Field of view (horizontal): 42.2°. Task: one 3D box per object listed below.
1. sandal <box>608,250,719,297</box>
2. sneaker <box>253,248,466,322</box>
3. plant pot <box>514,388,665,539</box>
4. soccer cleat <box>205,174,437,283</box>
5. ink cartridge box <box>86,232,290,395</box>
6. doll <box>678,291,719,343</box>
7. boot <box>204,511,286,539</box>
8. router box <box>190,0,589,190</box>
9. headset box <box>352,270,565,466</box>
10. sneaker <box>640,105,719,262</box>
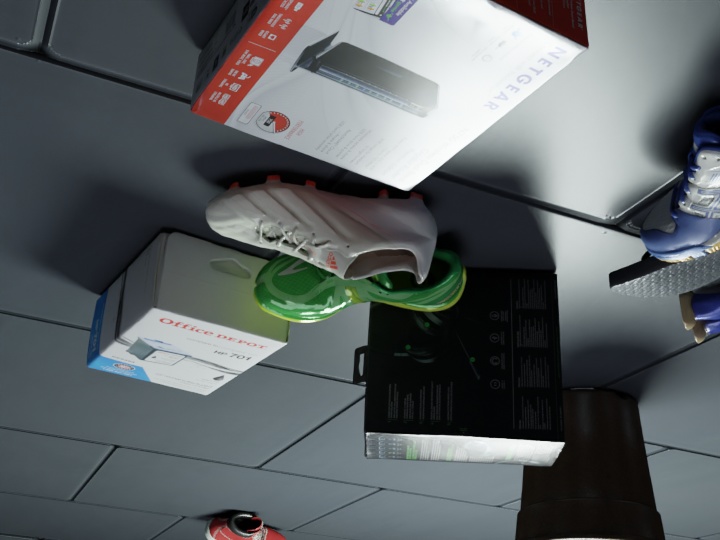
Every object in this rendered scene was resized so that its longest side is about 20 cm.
[{"bbox_3d":[0.311,-0.027,0.813,0.200,0.043,0.076,-27,149,30],"label":"sandal"},{"bbox_3d":[0.000,0.000,0.861,0.199,0.074,0.084,-5,156,-5],"label":"sneaker"},{"bbox_3d":[0.294,0.271,1.222,0.199,0.199,0.200,2,154,1],"label":"plant pot"},{"bbox_3d":[-0.034,-0.031,0.790,0.199,0.078,0.069,4,153,-1],"label":"soccer cleat"},{"bbox_3d":[-0.179,0.051,0.964,0.146,0.086,0.200,18,151,-27],"label":"ink cartridge box"},{"bbox_3d":[0.412,0.026,0.887,0.199,0.049,0.136,-13,150,29],"label":"doll"},{"bbox_3d":[-0.221,0.578,2.039,0.200,0.073,0.144,25,145,-31],"label":"boot"},{"bbox_3d":[0.012,-0.140,0.599,0.179,0.049,0.200,17,150,-25],"label":"router box"},{"bbox_3d":[0.092,0.095,0.919,0.199,0.175,0.093,1,153,2],"label":"headset box"},{"bbox_3d":[0.265,-0.080,0.684,0.088,0.075,0.200,25,141,-16],"label":"sneaker"}]
